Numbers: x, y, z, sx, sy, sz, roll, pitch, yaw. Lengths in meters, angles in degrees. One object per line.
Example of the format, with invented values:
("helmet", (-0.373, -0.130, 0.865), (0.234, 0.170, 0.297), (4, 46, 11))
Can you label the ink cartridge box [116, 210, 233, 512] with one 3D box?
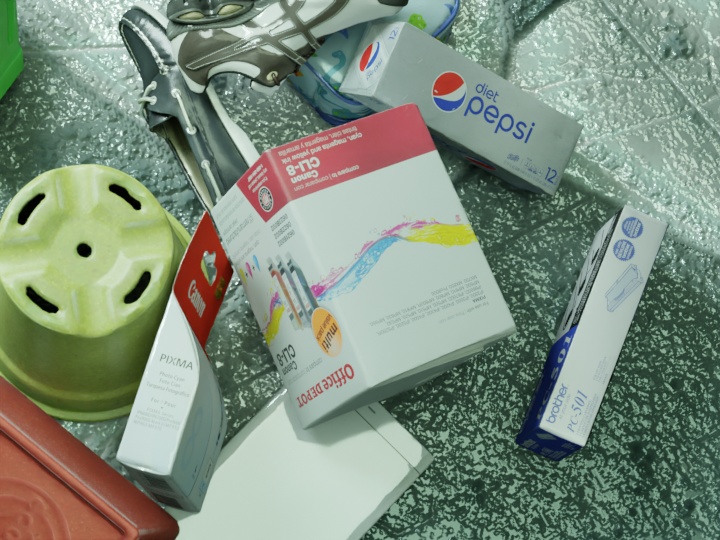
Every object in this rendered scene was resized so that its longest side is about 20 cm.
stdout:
("ink cartridge box", (-0.122, 0.074, 1.344), (0.047, 0.160, 0.201), (16, 74, 9))

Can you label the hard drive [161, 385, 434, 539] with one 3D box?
("hard drive", (-0.054, 0.179, 1.420), (0.132, 0.027, 0.200), (44, 76, 4))

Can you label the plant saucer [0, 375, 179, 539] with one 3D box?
("plant saucer", (-0.277, 0.216, 1.362), (0.200, 0.037, 0.200), (39, 84, 2))

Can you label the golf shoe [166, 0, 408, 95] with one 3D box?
("golf shoe", (-0.055, -0.192, 1.410), (0.199, 0.078, 0.095), (-6, 105, 8))

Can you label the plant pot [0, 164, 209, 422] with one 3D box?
("plant pot", (-0.211, 0.005, 1.359), (0.199, 0.184, 0.202), (2, 77, -8))

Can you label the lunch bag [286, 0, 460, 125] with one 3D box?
("lunch bag", (-0.022, -0.237, 1.494), (0.200, 0.082, 0.161), (43, 76, 4))

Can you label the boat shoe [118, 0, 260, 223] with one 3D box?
("boat shoe", (-0.150, -0.132, 1.457), (0.060, 0.076, 0.200), (-33, 82, -19))

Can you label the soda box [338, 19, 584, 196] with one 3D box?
("soda box", (0.085, -0.134, 1.446), (0.199, 0.063, 0.069), (25, 87, -29))

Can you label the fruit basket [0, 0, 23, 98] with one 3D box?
("fruit basket", (-0.388, -0.161, 1.420), (0.214, 0.156, 0.217), (3, 118, 5))

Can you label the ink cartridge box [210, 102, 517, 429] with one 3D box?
("ink cartridge box", (0.000, 0.000, 1.380), (0.144, 0.145, 0.201), (-20, 81, -28))

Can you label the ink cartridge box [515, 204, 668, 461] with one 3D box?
("ink cartridge box", (0.190, 0.053, 1.446), (0.044, 0.094, 0.201), (23, 75, -1))
